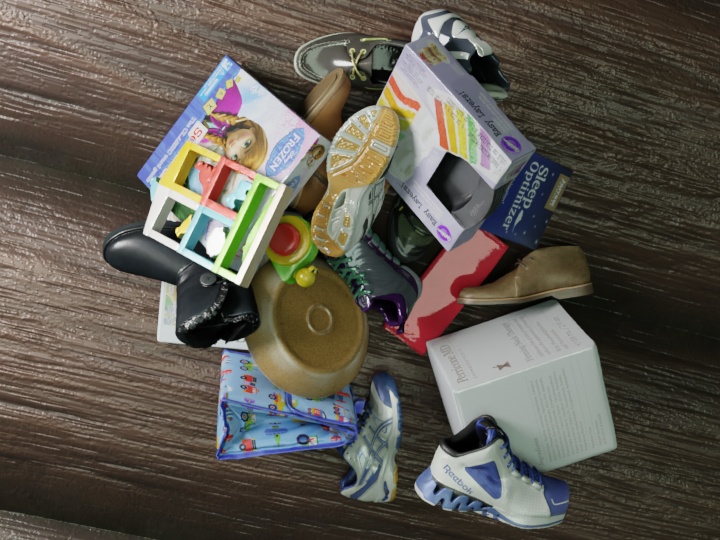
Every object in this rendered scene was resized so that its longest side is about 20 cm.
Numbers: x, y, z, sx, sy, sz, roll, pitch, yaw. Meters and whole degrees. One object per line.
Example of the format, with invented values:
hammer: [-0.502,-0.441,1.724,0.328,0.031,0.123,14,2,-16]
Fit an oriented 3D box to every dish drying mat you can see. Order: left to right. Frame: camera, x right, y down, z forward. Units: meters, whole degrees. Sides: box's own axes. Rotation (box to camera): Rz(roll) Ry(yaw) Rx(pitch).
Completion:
dish drying mat: [0.120,0.023,1.333,0.077,0.018,0.200,36,98,-13]

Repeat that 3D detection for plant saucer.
plant saucer: [-0.062,0.068,1.252,0.199,0.035,0.201,12,69,-33]

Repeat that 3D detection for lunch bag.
lunch bag: [-0.093,0.186,1.279,0.199,0.151,0.095,4,110,-9]

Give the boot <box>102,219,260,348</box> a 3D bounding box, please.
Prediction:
boot: [-0.229,0.018,1.188,0.199,0.169,0.077,-2,136,-8]

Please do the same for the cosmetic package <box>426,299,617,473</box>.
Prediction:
cosmetic package: [0.219,0.169,1.297,0.199,0.167,0.167,-18,111,-2]

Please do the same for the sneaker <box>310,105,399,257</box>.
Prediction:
sneaker: [-0.001,-0.116,1.167,0.075,0.088,0.201,32,115,16]

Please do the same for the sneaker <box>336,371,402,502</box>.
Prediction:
sneaker: [0.011,0.242,1.346,0.088,0.075,0.201,1,103,-6]

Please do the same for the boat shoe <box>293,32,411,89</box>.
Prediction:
boat shoe: [0.014,-0.273,1.224,0.200,0.061,0.072,-1,105,-6]

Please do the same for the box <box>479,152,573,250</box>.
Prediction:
box: [0.213,-0.100,1.253,0.200,0.032,0.122,15,103,-44]

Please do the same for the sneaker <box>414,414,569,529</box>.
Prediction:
sneaker: [0.178,0.250,1.187,0.198,0.081,0.116,11,110,-10]

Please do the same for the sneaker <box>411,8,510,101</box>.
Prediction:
sneaker: [0.120,-0.208,1.157,0.079,0.130,0.200,-17,132,-35]

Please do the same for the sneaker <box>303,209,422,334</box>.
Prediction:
sneaker: [0.000,0.000,1.254,0.200,0.088,0.074,36,137,-18]

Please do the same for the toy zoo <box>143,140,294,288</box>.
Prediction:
toy zoo: [-0.187,-0.077,1.148,0.199,0.020,0.132,27,91,29]

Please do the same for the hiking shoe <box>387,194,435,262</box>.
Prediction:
hiking shoe: [0.098,-0.098,1.257,0.075,0.101,0.201,25,100,-11]

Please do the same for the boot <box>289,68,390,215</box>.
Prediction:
boot: [-0.021,-0.154,1.241,0.154,0.074,0.200,25,119,-17]

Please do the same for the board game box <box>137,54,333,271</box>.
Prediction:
board game box: [-0.162,-0.138,1.187,0.199,0.041,0.200,42,98,29]

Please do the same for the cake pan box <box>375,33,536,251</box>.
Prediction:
cake pan box: [0.098,-0.145,1.123,0.052,0.184,0.200,-29,73,-33]

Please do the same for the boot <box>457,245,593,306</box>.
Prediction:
boot: [0.227,0.010,1.321,0.199,0.074,0.076,-9,94,-12]

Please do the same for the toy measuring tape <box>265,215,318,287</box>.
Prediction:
toy measuring tape: [-0.107,-0.067,1.227,0.073,0.074,0.200,-33,72,3]

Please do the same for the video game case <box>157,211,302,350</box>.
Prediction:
video game case: [-0.181,0.010,1.294,0.181,0.023,0.201,6,103,-8]
